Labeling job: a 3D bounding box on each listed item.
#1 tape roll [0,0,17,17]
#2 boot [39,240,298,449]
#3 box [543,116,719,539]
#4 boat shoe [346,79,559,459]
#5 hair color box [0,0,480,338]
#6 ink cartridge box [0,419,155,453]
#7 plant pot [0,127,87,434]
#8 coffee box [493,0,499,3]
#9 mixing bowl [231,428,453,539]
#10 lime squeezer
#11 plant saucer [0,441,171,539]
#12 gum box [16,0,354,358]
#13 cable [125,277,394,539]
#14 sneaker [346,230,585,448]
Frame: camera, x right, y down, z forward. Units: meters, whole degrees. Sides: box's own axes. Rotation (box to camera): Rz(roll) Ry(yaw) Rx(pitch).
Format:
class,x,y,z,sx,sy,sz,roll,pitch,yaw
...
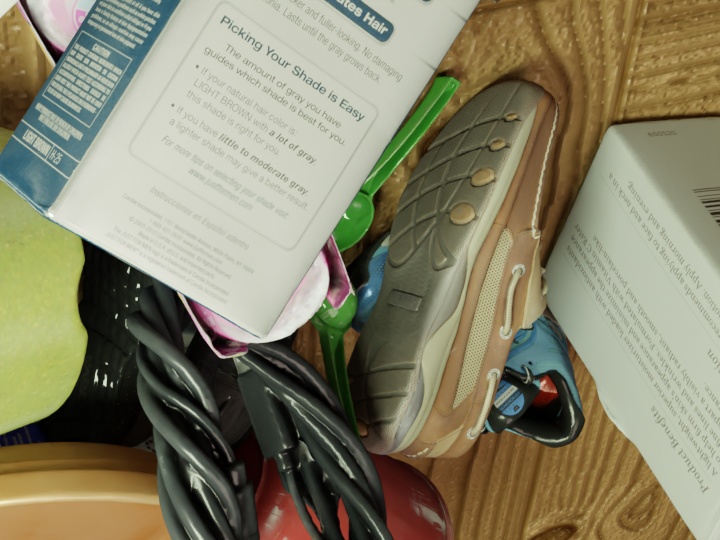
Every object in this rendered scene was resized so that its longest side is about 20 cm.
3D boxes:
class,x,y,z,sx,sy,sz,roll,pitch,yaw
tape roll,-0.196,-0.168,0.572,0.202,0.139,0.203,-16,139,-15
boot,-0.075,0.002,0.902,0.132,0.070,0.200,-1,126,-53
box,0.238,0.025,1.002,0.200,0.199,0.131,-6,137,-27
boat shoe,0.056,0.002,0.922,0.072,0.076,0.200,21,92,-32
hair color box,-0.028,-0.089,0.631,0.100,0.061,0.200,32,91,-36
ink cartridge box,-0.175,0.079,0.891,0.200,0.095,0.037,20,123,-44
plant pot,-0.220,0.013,0.739,0.184,0.200,0.200,-11,140,-39
coffee box,0.026,-0.209,0.709,0.114,0.080,0.200,-42,140,16
mixing bowl,-0.062,0.153,0.987,0.200,0.200,0.108,-36,124,8
lime squeezer,0.000,0.000,0.913,0.038,0.071,0.200,31,71,-62
plant saucer,-0.151,0.126,0.841,0.200,0.037,0.200,-8,154,-4
gum box,-0.077,-0.070,0.724,0.066,0.114,0.200,-28,122,-3
cable,-0.039,0.091,0.796,0.051,0.200,0.163,-20,162,17
sneaker,0.064,0.041,0.999,0.078,0.090,0.200,-45,135,18
